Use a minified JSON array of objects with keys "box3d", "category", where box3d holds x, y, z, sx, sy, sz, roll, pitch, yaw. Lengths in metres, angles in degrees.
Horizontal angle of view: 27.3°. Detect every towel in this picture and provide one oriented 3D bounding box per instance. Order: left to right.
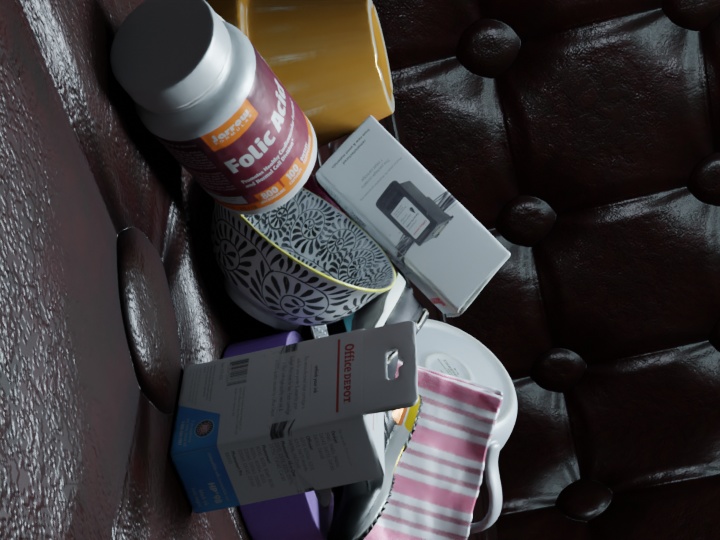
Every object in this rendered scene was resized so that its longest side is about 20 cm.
[{"box3d":[0.056,0.200,1.491,0.030,0.145,0.203,165,-60,-76],"category":"towel"}]

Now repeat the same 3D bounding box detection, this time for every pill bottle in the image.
[{"box3d":[-0.123,-0.141,1.262,0.200,0.113,0.115,49,29,-57],"category":"pill bottle"}]

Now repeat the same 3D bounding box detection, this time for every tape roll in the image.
[{"box3d":[-0.073,0.162,1.400,0.200,0.065,0.203,-12,90,-83],"category":"tape roll"}]

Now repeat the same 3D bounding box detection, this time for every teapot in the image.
[{"box3d":[0.069,0.163,1.622,0.201,0.195,0.147,-80,-166,-55],"category":"teapot"}]

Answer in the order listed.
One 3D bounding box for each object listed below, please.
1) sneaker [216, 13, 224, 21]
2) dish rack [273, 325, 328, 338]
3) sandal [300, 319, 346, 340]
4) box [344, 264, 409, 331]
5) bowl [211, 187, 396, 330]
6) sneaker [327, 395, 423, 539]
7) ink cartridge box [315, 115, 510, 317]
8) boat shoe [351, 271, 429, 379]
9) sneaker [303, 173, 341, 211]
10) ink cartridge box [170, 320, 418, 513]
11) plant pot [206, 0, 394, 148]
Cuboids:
[{"box3d":[-0.125,-0.148,1.419,0.200,0.075,0.106,50,33,-27],"category":"sneaker"},{"box3d":[-0.065,0.051,1.696,0.201,0.043,0.173,-90,165,-54],"category":"dish rack"},{"box3d":[-0.037,0.071,1.536,0.200,0.047,0.076,100,-26,-84],"category":"sandal"},{"box3d":[0.000,0.000,1.655,0.201,0.081,0.050,-114,-175,-58],"category":"box"},{"box3d":[-0.073,-0.006,1.425,0.199,0.095,0.201,30,19,-12],"category":"bowl"},{"box3d":[-0.011,0.176,1.401,0.070,0.089,0.201,-55,-173,46],"category":"sneaker"},{"box3d":[0.051,-0.052,1.513,0.200,0.083,0.145,44,-3,0],"category":"ink cartridge box"},{"box3d":[0.009,0.086,1.403,0.060,0.074,0.201,43,43,-14],"category":"boat shoe"},{"box3d":[-0.045,-0.062,1.629,0.088,0.198,0.083,-22,-105,58],"category":"sneaker"},{"box3d":[-0.044,0.116,1.185,0.116,0.197,0.067,-89,164,-57],"category":"ink cartridge box"},{"box3d":[-0.064,-0.209,1.568,0.200,0.181,0.203,-12,90,-82],"category":"plant pot"}]
